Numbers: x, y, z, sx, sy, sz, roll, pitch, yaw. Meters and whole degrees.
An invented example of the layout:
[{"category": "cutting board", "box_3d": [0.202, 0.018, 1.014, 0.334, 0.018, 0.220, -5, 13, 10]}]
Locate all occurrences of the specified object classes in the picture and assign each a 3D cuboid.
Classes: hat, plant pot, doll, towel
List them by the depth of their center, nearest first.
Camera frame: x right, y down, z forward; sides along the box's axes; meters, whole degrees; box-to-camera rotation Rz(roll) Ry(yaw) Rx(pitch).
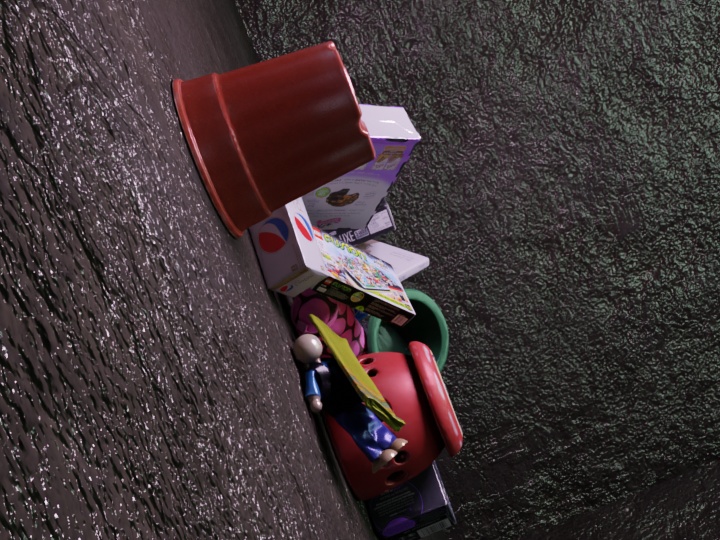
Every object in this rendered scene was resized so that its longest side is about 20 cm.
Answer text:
[{"category": "plant pot", "box_3d": [-0.095, -0.169, 1.104, 0.201, 0.193, 0.203, -22, 90, -89]}, {"category": "doll", "box_3d": [-0.022, 0.169, 1.227, 0.201, 0.048, 0.136, 50, 25, 8]}, {"category": "towel", "box_3d": [-0.008, 0.132, 1.239, 0.086, 0.018, 0.200, 47, 3, -40]}, {"category": "plant pot", "box_3d": [0.046, 0.215, 1.365, 0.200, 0.180, 0.203, -21, 90, -86]}, {"category": "hat", "box_3d": [0.041, 0.121, 1.585, 0.175, 0.198, 0.168, -11, -90, 53]}]

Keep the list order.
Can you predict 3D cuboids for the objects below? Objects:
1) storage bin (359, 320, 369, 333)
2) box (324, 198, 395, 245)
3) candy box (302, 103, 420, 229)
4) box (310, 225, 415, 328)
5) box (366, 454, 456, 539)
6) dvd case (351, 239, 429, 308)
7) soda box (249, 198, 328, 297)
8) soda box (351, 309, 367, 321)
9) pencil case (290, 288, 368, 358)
[{"category": "storage bin", "box_3d": [0.016, 0.192, 1.668, 0.201, 0.092, 0.137, -107, -170, -63]}, {"category": "box", "box_3d": [-0.043, -0.072, 1.600, 0.158, 0.198, 0.050, -104, 172, -75]}, {"category": "candy box", "box_3d": [-0.032, -0.150, 1.368, 0.201, 0.166, 0.072, -57, -132, 41]}, {"category": "box", "box_3d": [-0.010, 0.009, 1.361, 0.199, 0.035, 0.111, 25, 31, -44]}, {"category": "box", "box_3d": [0.061, 0.322, 1.481, 0.106, 0.121, 0.202, 66, 4, -56]}, {"category": "dvd case", "box_3d": [0.000, 0.000, 1.527, 0.142, 0.199, 0.018, 20, -57, 36]}, {"category": "soda box", "box_3d": [-0.113, -0.069, 1.272, 0.064, 0.068, 0.202, 24, 41, -60]}, {"category": "soda box", "box_3d": [-0.049, 0.023, 1.609, 0.068, 0.064, 0.200, 58, -5, -30]}, {"category": "pencil case", "box_3d": [-0.047, 0.094, 1.412, 0.091, 0.094, 0.200, 41, -9, 28]}]
